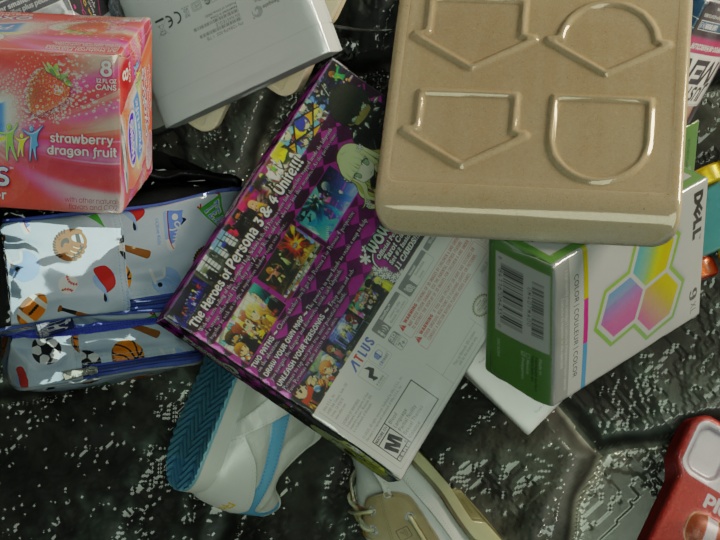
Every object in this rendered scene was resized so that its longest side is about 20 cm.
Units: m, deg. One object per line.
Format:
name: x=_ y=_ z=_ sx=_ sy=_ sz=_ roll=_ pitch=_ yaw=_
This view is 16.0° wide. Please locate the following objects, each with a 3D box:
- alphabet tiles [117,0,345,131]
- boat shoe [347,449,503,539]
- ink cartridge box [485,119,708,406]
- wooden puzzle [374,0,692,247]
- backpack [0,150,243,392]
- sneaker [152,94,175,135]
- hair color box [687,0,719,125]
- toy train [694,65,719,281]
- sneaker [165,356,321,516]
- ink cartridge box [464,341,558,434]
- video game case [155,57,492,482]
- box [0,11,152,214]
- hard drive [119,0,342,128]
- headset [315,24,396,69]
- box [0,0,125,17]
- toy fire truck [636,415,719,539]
alphabet tiles: x=-0.099 y=-0.200 z=1.646 sx=0.200 sy=0.015 sz=0.196 roll=33 pitch=110 yaw=21
boat shoe: x=0.027 y=0.155 z=1.714 sx=0.068 sy=0.075 sz=0.200 roll=-41 pitch=110 yaw=0
ink cartridge box: x=0.167 y=-0.007 z=1.619 sx=0.200 sy=0.059 sz=0.104 roll=-28 pitch=131 yaw=-36
wooden puzzle: x=0.110 y=-0.106 z=1.584 sx=0.184 sy=0.046 sz=0.201 roll=3 pitch=64 yaw=8
backpack: x=-0.162 y=-0.002 z=1.650 sx=0.189 sy=0.200 sz=0.155 roll=-15 pitch=101 yaw=-10
sneaker: x=-0.091 y=-0.182 z=1.693 sx=0.200 sy=0.075 sz=0.087 roll=-45 pitch=92 yaw=0
hair color box: x=0.173 y=-0.099 z=1.680 sx=0.060 sy=0.100 sz=0.201 roll=33 pitch=105 yaw=21
toy train: x=0.239 y=-0.094 z=1.737 sx=0.150 sy=0.056 sz=0.201 roll=28 pitch=104 yaw=20
sneaker: x=-0.056 y=0.067 z=1.722 sx=0.081 sy=0.076 sz=0.201 roll=27 pitch=89 yaw=-29
ink cartridge box: x=0.056 y=0.011 z=1.696 sx=0.067 sy=0.117 sz=0.200 roll=-45 pitch=95 yaw=0
video game case: x=0.000 y=0.000 z=1.597 sx=0.181 sy=0.036 sz=0.201 roll=34 pitch=75 yaw=-9
box: x=-0.229 y=-0.099 z=1.536 sx=0.199 sy=0.095 sz=0.103 roll=4 pitch=108 yaw=6
hard drive: x=-0.102 y=-0.208 z=1.624 sx=0.131 sy=0.027 sz=0.201 roll=-22 pitch=86 yaw=28
headset: x=0.044 y=-0.201 z=1.688 sx=0.200 sy=0.094 sz=0.124 roll=-42 pitch=96 yaw=-11
box: x=-0.269 y=-0.172 z=1.632 sx=0.199 sy=0.115 sz=0.133 roll=-20 pitch=96 yaw=15
toy fire truck: x=0.276 y=0.212 z=1.744 sx=0.199 sy=0.112 sz=0.169 roll=30 pitch=74 yaw=-7
